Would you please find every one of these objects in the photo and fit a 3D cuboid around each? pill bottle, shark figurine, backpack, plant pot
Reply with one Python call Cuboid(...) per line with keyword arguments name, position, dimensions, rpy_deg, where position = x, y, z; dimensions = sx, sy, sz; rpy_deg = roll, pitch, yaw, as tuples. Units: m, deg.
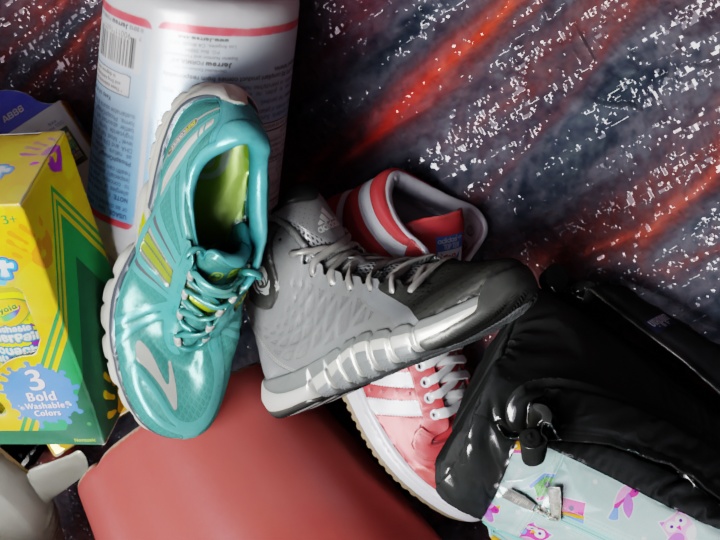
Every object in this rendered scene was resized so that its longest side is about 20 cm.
Cuboid(name="pill bottle", position=(-0.097, -0.066, 1.588), dimensions=(0.109, 0.109, 0.200), rpy_deg=(15, 110, 23))
Cuboid(name="shark figurine", position=(-0.250, 0.126, 1.652), dimensions=(0.214, 0.090, 0.128), rpy_deg=(35, 142, -18))
Cuboid(name="backpack", position=(0.147, 0.110, 1.515), dimensions=(0.200, 0.167, 0.127), rpy_deg=(29, 128, -2))
Cuboid(name="plant pot", position=(-0.057, 0.160, 1.621), dimensions=(0.200, 0.200, 0.177), rpy_deg=(-39, 77, 33))

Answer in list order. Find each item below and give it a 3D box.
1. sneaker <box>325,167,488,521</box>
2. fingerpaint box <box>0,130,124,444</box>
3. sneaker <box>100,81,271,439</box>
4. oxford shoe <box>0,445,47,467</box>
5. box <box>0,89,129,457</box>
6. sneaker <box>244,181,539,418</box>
Cuboid(name="sneaker", position=(0.041, 0.038, 1.583), dimensions=(0.112, 0.071, 0.200), rpy_deg=(-35, 87, 36))
Cuboid(name="fingerpaint box", position=(-0.240, 0.013, 1.555), dimensions=(0.200, 0.073, 0.167), rpy_deg=(-1, 127, 19))
Cuboid(name="sneaker", position=(-0.088, 0.000, 1.509), dimensions=(0.080, 0.077, 0.200), rpy_deg=(-135, 50, -61))
Cuboid(name="oxford shoe", position=(-0.243, 0.103, 1.761), dimensions=(0.084, 0.073, 0.200), rpy_deg=(40, 120, 17))
Cuboid(name="box", position=(-0.183, -0.005, 1.676), dimensions=(0.119, 0.041, 0.200), rpy_deg=(-32, 89, 2))
Cuboid(name="sneaker", position=(0.000, 0.000, 1.511), dimensions=(0.200, 0.075, 0.116), rpy_deg=(-25, 84, 42))
